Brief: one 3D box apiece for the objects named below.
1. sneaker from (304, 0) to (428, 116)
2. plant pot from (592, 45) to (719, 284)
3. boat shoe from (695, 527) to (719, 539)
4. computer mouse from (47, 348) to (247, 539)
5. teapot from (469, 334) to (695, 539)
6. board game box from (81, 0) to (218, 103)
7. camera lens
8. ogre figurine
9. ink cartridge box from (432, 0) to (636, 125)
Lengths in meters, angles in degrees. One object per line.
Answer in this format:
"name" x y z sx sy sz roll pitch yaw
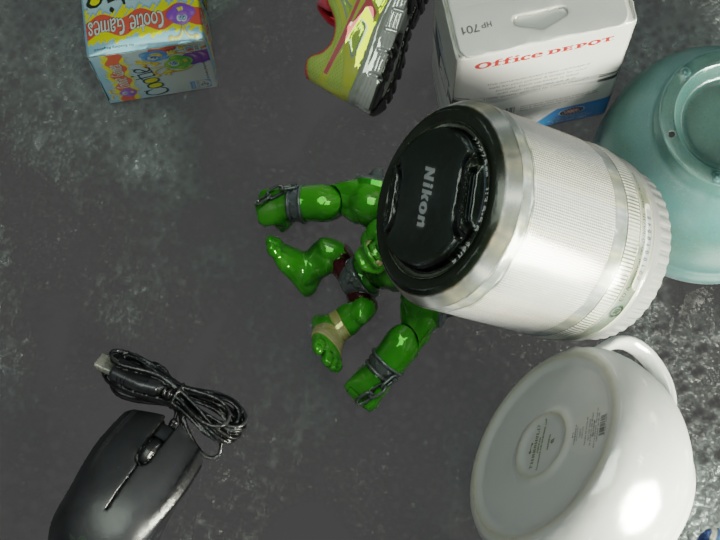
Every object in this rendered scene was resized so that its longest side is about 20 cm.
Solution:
"sneaker" 0.008 -0.241 1.346 0.089 0.078 0.202 17 73 14
"plant pot" 0.297 -0.104 1.264 0.198 0.134 0.202 0 74 1
"boat shoe" 0.269 0.304 1.188 0.072 0.072 0.202 17 85 2
"computer mouse" -0.193 0.170 1.247 0.137 0.053 0.201 25 76 8
"teapot" 0.192 0.164 1.188 0.145 0.197 0.201 31 98 -25
"board game box" -0.192 -0.267 1.345 0.102 0.105 0.202 -8 74 -1
"camera lens" 0.124 -0.034 1.185 0.199 0.159 0.162 15 70 -36
"ogre figurine" 0.000 0.000 1.271 0.119 0.098 0.201 -31 59 12
"ink cartridge box" 0.137 -0.186 1.259 0.145 0.200 0.087 -12 74 -2
